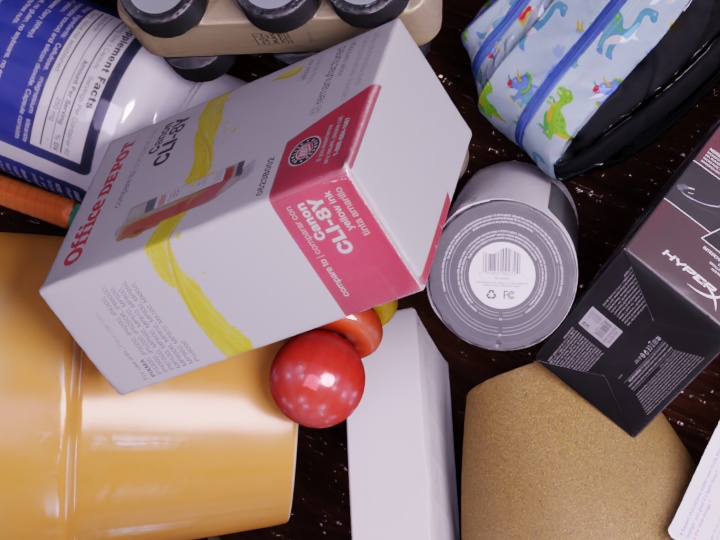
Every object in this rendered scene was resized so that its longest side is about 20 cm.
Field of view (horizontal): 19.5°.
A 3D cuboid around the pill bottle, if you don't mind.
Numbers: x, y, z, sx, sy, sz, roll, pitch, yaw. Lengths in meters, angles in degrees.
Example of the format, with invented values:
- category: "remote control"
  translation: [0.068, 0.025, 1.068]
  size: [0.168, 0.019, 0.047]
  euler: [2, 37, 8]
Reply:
- category: "pill bottle"
  translation: [-0.169, -0.103, 1.262]
  size: [0.199, 0.116, 0.117]
  euler: [23, 99, 9]

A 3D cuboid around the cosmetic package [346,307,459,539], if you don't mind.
- category: "cosmetic package"
  translation: [0.025, 0.131, 1.214]
  size: [0.050, 0.083, 0.202]
  euler: [-9, 62, 11]

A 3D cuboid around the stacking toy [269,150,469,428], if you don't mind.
- category: "stacking toy"
  translation: [0.000, 0.000, 1.202]
  size: [0.085, 0.086, 0.201]
  euler: [11, 60, 10]

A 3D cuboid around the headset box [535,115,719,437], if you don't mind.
- category: "headset box"
  translation: [0.197, -0.026, 1.143]
  size: [0.075, 0.149, 0.200]
  euler: [38, 61, 5]

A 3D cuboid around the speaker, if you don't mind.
- category: "speaker"
  translation: [0.082, -0.012, 1.174]
  size: [0.080, 0.200, 0.082]
  euler: [1, 98, 6]

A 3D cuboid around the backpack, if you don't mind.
- category: "backpack"
  translation: [0.153, -0.143, 1.181]
  size: [0.153, 0.163, 0.201]
  euler: [33, 107, 16]

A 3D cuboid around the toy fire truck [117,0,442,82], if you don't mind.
- category: "toy fire truck"
  translation: [-0.045, -0.222, 1.161]
  size: [0.174, 0.129, 0.202]
  euler: [-1, 75, 12]

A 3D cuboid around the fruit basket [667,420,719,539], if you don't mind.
- category: "fruit basket"
  translation: [0.282, 0.126, 1.173]
  size: [0.199, 0.094, 0.186]
  euler: [32, 66, -5]

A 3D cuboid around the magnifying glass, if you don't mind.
- category: "magnifying glass"
  translation: [-0.156, -0.028, 1.294]
  size: [0.198, 0.080, 0.023]
  euler: [17, 94, 20]

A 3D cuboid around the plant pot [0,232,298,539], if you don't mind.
- category: "plant pot"
  translation: [-0.129, 0.082, 1.243]
  size: [0.181, 0.200, 0.202]
  euler: [2, 96, -4]

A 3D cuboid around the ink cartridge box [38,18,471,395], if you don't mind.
- category: "ink cartridge box"
  translation: [-0.055, -0.032, 1.112]
  size: [0.199, 0.146, 0.084]
  euler: [-21, 120, 27]

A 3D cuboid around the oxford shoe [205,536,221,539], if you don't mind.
- category: "oxford shoe"
  translation: [-0.087, 0.207, 1.231]
  size: [0.071, 0.200, 0.071]
  euler: [43, 99, 2]

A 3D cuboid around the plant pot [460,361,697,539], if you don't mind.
- category: "plant pot"
  translation: [0.132, 0.154, 1.205]
  size: [0.185, 0.186, 0.202]
  euler: [-18, 76, 13]
